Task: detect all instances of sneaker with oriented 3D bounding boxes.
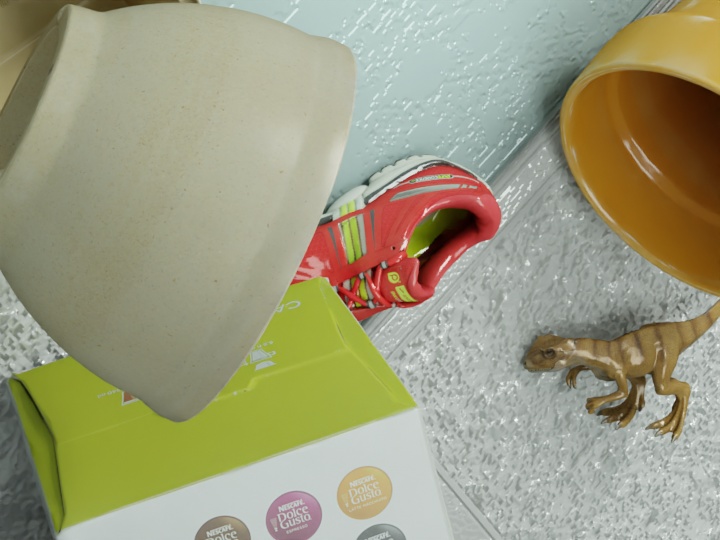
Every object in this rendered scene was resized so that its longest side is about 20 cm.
[{"bbox_3d":[0.000,0.000,1.434,0.200,0.085,0.077,-38,129,-18],"label":"sneaker"}]

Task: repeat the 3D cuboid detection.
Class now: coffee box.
[{"bbox_3d":[-0.065,0.148,1.329,0.199,0.200,0.199,-18,115,-9],"label":"coffee box"}]

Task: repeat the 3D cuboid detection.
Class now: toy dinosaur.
[{"bbox_3d":[0.204,0.056,1.643,0.199,0.060,0.107,-17,120,-32],"label":"toy dinosaur"}]

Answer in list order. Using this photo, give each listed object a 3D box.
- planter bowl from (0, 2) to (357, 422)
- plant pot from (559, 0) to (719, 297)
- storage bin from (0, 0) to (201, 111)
[{"bbox_3d":[-0.107,-0.046,1.148,0.134,0.200,0.201,26,95,-16],"label":"planter bowl"},{"bbox_3d":[0.258,-0.112,1.527,0.183,0.200,0.201,-50,134,-28],"label":"plant pot"},{"bbox_3d":[-0.200,-0.138,1.201,0.200,0.094,0.199,-38,130,-18],"label":"storage bin"}]
